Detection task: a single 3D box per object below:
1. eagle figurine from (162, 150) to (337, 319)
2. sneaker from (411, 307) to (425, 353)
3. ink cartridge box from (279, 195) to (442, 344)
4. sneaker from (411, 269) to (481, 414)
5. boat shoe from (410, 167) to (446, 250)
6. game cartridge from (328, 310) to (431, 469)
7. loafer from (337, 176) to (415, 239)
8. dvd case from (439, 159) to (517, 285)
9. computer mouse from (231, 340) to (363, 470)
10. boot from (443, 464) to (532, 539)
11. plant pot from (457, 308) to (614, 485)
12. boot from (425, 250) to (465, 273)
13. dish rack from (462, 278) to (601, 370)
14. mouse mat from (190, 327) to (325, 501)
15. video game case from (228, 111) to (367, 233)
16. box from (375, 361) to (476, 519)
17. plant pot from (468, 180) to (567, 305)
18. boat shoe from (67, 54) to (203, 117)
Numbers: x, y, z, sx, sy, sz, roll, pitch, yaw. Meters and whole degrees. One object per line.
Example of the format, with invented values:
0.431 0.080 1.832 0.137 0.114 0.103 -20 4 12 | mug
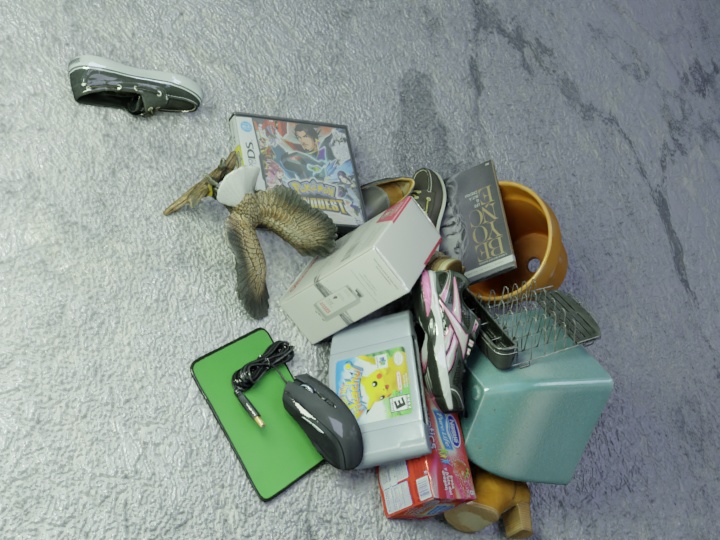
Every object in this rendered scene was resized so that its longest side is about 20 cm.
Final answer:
-0.137 -0.058 1.453 0.201 0.151 0.151 51 31 -6 | eagle figurine
0.153 0.121 1.693 0.201 0.077 0.147 39 30 -10 | sneaker
0.000 0.000 1.518 0.083 0.199 0.147 50 39 -12 | ink cartridge box
0.129 0.094 1.481 0.085 0.080 0.204 -8 91 -12 | sneaker
0.096 -0.095 1.790 0.060 0.071 0.204 33 47 -34 | boat shoe
0.022 0.164 1.487 0.040 0.131 0.204 37 41 -59 | game cartridge
0.014 -0.108 1.708 0.073 0.072 0.200 57 39 -4 | loafer
0.172 -0.070 1.799 0.016 0.147 0.203 32 42 -54 | dvd case
-0.076 0.180 1.404 0.201 0.046 0.140 52 38 10 | computer mouse
0.183 0.317 1.626 0.200 0.070 0.146 25 43 -40 | boot
0.215 0.188 1.607 0.197 0.199 0.197 2 30 -29 | plant pot
0.075 -0.010 1.621 0.153 0.074 0.200 24 6 9 | boot
0.246 0.069 1.571 0.197 0.055 0.154 -13 38 -20 | dish rack
-0.126 0.183 1.412 0.160 0.007 0.202 -25 86 -52 | mouse mat
-0.091 -0.144 1.615 0.197 0.025 0.184 2 63 -30 | video game case
0.080 0.239 1.527 0.095 0.099 0.203 13 56 -43 | box
0.268 -0.030 1.857 0.182 0.198 0.204 23 48 -56 | plant pot
-0.301 -0.236 1.458 0.197 0.068 0.058 8 67 -38 | boat shoe
